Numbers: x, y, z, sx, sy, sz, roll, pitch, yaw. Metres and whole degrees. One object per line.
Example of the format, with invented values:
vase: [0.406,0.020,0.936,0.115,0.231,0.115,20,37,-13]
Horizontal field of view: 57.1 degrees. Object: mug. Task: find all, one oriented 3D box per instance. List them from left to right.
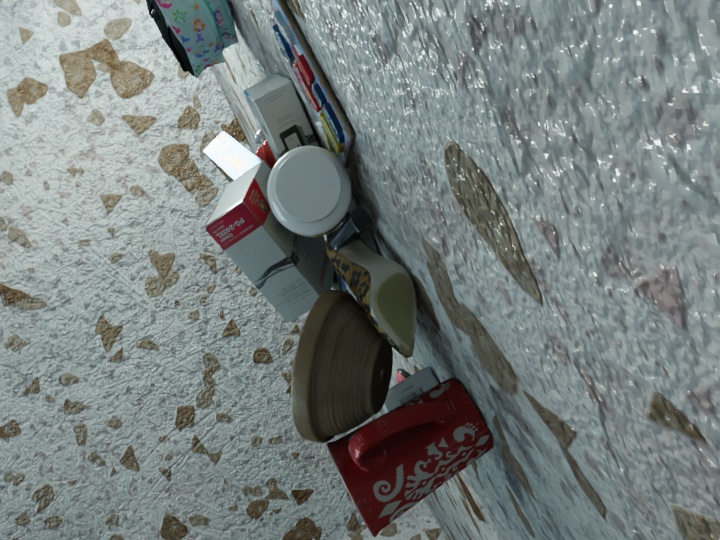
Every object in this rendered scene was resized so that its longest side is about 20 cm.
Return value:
mug: [0.070,0.240,0.873,0.135,0.197,0.178,60,173,8]

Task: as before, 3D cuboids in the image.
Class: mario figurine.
mario figurine: [-0.158,-0.196,1.287,0.121,0.108,0.200,24,170,14]

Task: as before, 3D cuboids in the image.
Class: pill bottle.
pill bottle: [-0.066,-0.103,0.880,0.113,0.109,0.200,62,179,-3]

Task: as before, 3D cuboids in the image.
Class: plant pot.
plant pot: [-0.012,0.134,0.890,0.200,0.090,0.207,8,-90,-72]

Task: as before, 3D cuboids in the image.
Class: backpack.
backpack: [-0.323,-0.485,1.239,0.180,0.149,0.200,58,180,8]

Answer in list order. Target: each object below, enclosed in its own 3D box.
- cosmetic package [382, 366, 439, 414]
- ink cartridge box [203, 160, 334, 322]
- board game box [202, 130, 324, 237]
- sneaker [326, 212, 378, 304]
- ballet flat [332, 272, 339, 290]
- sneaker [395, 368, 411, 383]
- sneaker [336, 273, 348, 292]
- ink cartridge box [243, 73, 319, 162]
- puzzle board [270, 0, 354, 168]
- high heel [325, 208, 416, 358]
cosmetic package: [0.098,0.250,1.135,0.075,0.100,0.201,58,171,27]
ink cartridge box: [-0.130,-0.043,1.016,0.201,0.082,0.146,52,-158,-23]
board game box: [-0.175,-0.137,1.187,0.196,0.056,0.200,51,173,-38]
sneaker: [0.000,0.000,1.051,0.116,0.072,0.204,-127,21,-62]
ballet flat: [-0.063,0.013,1.213,0.196,0.047,0.068,26,-162,-1]
sneaker: [0.106,0.291,1.282,0.204,0.085,0.074,63,172,-4]
sneaker: [0.005,0.031,1.134,0.074,0.080,0.205,52,-153,-75]
ink cartridge box: [-0.108,-0.202,1.061,0.203,0.067,0.116,66,174,-27]
puzzle board: [-0.065,-0.232,0.829,0.203,0.017,0.151,63,173,3]
high heel: [0.013,0.029,0.898,0.204,0.070,0.142,68,157,9]
